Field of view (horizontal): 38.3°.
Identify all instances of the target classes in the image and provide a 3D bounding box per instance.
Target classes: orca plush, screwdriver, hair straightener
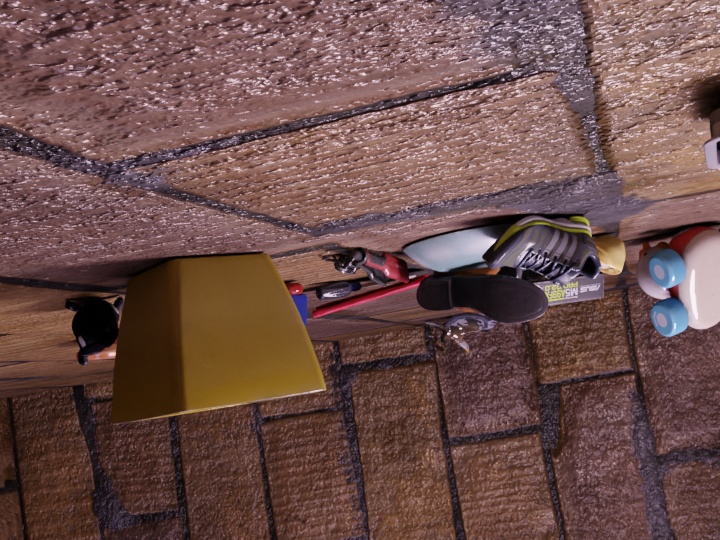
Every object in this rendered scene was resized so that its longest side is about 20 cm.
[{"bbox_3d":[-0.377,0.075,1.410,0.071,0.105,0.200,33,-174,-18],"label":"orca plush"},{"bbox_3d":[0.014,0.021,1.739,0.199,0.028,0.029,-13,147,-29],"label":"screwdriver"},{"bbox_3d":[0.000,0.000,1.420,0.077,0.041,0.200,-12,173,21],"label":"hair straightener"}]

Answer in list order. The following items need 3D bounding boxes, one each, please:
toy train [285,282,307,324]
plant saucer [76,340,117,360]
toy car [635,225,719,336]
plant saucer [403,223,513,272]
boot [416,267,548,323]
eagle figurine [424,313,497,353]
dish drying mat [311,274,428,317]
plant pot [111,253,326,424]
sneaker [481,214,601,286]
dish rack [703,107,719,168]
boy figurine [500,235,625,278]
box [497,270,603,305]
[{"bbox_3d":[-0.184,0.061,1.577,0.115,0.085,0.200,3,-177,40],"label":"toy train"},{"bbox_3d":[-0.469,0.148,2.080,0.199,0.038,0.200,-9,173,-1],"label":"plant saucer"},{"bbox_3d":[0.539,-0.008,1.790,0.184,0.178,0.200,-21,-154,-21],"label":"toy car"},{"bbox_3d":[0.159,-0.027,1.423,0.200,0.039,0.201,-9,174,-1],"label":"plant saucer"},{"bbox_3d":[0.185,0.024,1.518,0.187,0.069,0.200,-4,-170,15],"label":"boot"},{"bbox_3d":[0.315,0.188,3.254,0.200,0.151,0.152,-37,-139,-7],"label":"eagle figurine"},{"bbox_3d":[0.019,0.041,1.739,0.199,0.018,0.077,-18,178,13],"label":"dish drying mat"},{"bbox_3d":[-0.186,0.080,1.263,0.199,0.177,0.200,-4,171,-36],"label":"plant pot"},{"bbox_3d":[0.239,-0.021,1.323,0.199,0.081,0.074,-8,150,-37],"label":"sneaker"},{"bbox_3d":[0.372,-0.128,0.822,0.199,0.044,0.172,-11,174,19],"label":"dish rack"},{"bbox_3d":[0.318,-0.017,1.627,0.199,0.065,0.124,-4,170,-16],"label":"boy figurine"},{"bbox_3d":[0.277,0.019,1.720,0.199,0.045,0.160,-7,-166,-18],"label":"box"}]
